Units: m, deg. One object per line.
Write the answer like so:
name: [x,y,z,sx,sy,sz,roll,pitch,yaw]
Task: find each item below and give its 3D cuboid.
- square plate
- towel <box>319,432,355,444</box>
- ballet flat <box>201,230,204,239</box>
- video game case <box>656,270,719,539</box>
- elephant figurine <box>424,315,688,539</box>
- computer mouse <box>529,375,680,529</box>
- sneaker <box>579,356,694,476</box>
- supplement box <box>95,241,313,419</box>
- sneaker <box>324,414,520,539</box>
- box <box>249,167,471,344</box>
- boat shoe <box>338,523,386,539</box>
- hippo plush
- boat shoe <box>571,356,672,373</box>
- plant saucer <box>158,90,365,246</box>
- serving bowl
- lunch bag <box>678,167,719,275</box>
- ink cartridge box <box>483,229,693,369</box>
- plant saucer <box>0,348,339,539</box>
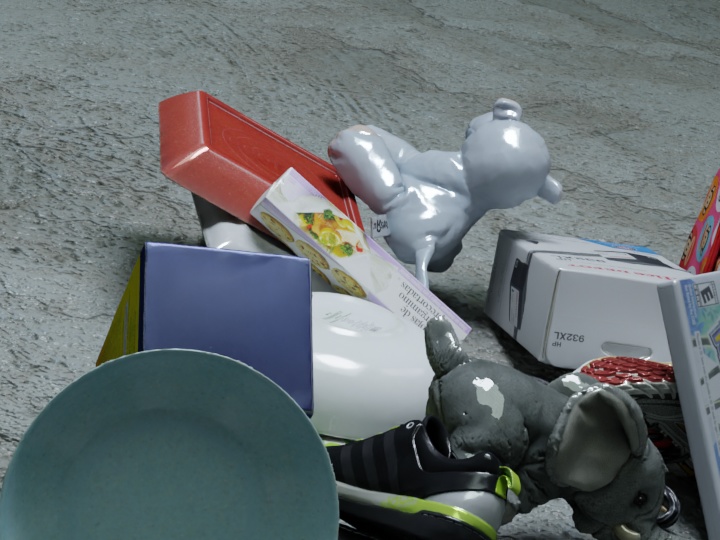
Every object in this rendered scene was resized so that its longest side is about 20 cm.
square plate: [-0.051,-0.020,1.807,0.198,0.028,0.200,27,17,-21]
towel: [-0.099,0.125,1.545,0.200,0.023,0.153,3,21,-17]
ballet flat: [-0.104,-0.021,1.870,0.068,0.068,0.200,19,19,-8]
video game case: [0.306,0.096,1.610,0.182,0.200,0.022,-8,-5,-42]
elephant figurine: [0.147,0.129,1.474,0.200,0.155,0.142,-3,41,-9]
computer mouse: [0.166,0.142,1.620,0.059,0.034,0.200,-37,48,-16]
sneaker: [0.243,0.116,1.624,0.200,0.082,0.078,15,2,-30]
supplement box: [-0.106,0.076,1.385,0.109,0.200,0.110,5,64,-14]
sneaker: [0.029,0.134,1.403,0.200,0.083,0.072,15,-18,45]
box: [0.000,0.000,1.722,0.200,0.041,0.039,42,63,-6]
boat shoe: [-0.062,0.168,1.377,0.200,0.068,0.072,9,20,-9]
hippo plush: [0.077,-0.091,1.850,0.159,0.161,0.200,54,8,-4]
boat shoe: [0.242,0.105,1.712,0.200,0.071,0.069,13,-14,-28]
plant saucer: [-0.077,-0.080,1.817,0.199,0.037,0.200,29,15,-16]
serving bowl: [-0.016,0.062,1.636,0.200,0.066,0.200,13,17,-4]
lunch bag: [0.332,0.002,1.846,0.082,0.200,0.176,15,19,-4]
ink cartridge box: [0.202,0.028,1.821,0.145,0.084,0.200,8,9,-12]
plant saucer: [-0.114,0.145,1.257,0.201,0.201,0.039,6,0,-14]
